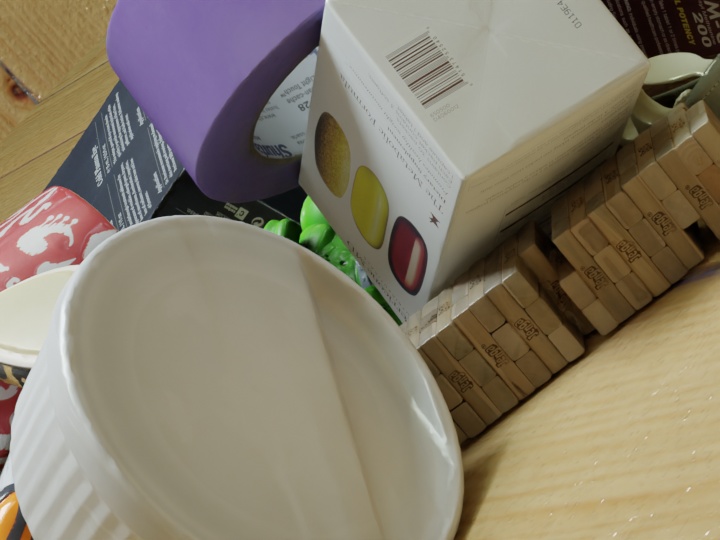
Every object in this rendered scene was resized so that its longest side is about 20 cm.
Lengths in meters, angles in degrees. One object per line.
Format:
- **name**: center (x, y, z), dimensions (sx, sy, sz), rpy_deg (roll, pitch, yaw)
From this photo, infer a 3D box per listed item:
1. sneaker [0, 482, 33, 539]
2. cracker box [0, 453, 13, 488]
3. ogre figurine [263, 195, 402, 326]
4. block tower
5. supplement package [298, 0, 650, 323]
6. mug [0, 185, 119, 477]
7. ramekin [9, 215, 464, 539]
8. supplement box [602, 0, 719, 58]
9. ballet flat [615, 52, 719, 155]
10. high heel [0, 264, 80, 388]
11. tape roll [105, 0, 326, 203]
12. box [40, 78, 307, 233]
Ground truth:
- **sneaker**: center (-0.137, 0.193, 1.187), dimensions (0.112, 0.077, 0.201), rpy_deg (-10, 72, 53)
- **cracker box**: center (-0.171, 0.165, 1.328), dimensions (0.134, 0.058, 0.200), rpy_deg (-116, 47, -76)
- **ogre figurine**: center (0.000, 0.000, 1.446), dimensions (0.120, 0.098, 0.201), rpy_deg (-26, 60, 46)
- **block tower**: center (0.097, 0.003, 1.244), dimensions (0.200, 0.058, 0.054), rpy_deg (-37, 14, 15)
- **supplement package**: center (0.049, -0.068, 1.285), dimensions (0.109, 0.114, 0.200), rpy_deg (-32, -17, -17)
- **mug**: center (-0.215, 0.055, 1.448), dimensions (0.200, 0.134, 0.177), rpy_deg (-42, 18, -17)
- **ramekin**: center (-0.061, 0.082, 1.169), dimensions (0.094, 0.202, 0.202), rpy_deg (-48, 7, 39)
- **supplement box**: center (0.114, -0.152, 1.494), dimensions (0.199, 0.061, 0.109), rpy_deg (-13, 32, 19)
- **ballet flat**: center (0.143, -0.074, 1.336), dimensions (0.067, 0.064, 0.200), rpy_deg (-48, 14, -25)
- **high heel**: center (-0.105, 0.065, 1.330), dimensions (0.199, 0.143, 0.072), rpy_deg (-2, 48, 27)
- **tape roll**: center (-0.022, -0.129, 1.325), dimensions (0.200, 0.085, 0.200), rpy_deg (-32, -18, -12)
- **box**: center (-0.127, -0.018, 1.666), dimensions (0.182, 0.104, 0.200), rpy_deg (-52, 25, 17)
